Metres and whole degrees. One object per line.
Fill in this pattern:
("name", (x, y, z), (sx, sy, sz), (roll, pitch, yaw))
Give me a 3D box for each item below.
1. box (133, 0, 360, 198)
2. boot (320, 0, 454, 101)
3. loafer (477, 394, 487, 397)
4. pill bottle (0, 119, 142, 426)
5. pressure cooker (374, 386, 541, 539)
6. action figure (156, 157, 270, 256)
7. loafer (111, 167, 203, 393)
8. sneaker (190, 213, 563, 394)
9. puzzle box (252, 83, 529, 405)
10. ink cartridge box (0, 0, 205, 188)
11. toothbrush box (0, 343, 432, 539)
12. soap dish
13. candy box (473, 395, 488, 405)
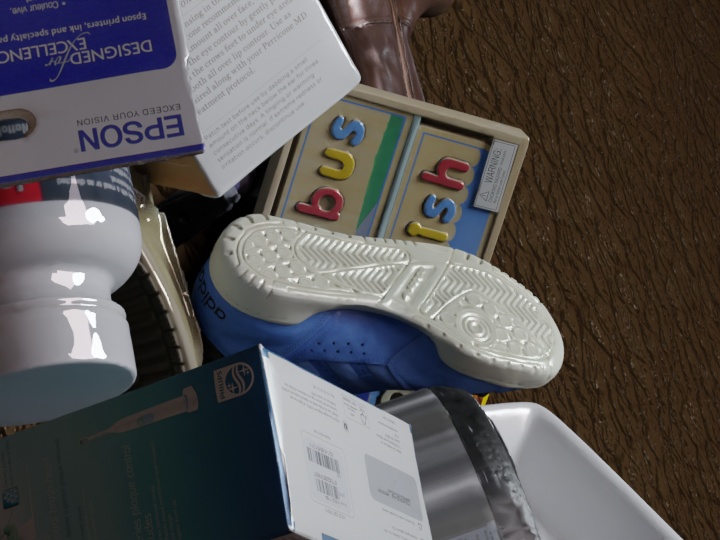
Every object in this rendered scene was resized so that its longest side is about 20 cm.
("box", (-0.119, -0.153, 1.299), (0.106, 0.152, 0.200), (-40, 115, -21))
("boot", (0.034, -0.128, 1.804), (0.186, 0.064, 0.200), (2, 65, -53))
("loafer", (0.026, 0.000, 1.660), (0.200, 0.071, 0.073), (63, -17, 16))
("pill bottle", (-0.165, -0.037, 1.165), (0.120, 0.119, 0.200), (23, 50, -62))
("pressure cooker", (-0.014, 0.162, 1.269), (0.179, 0.200, 0.176), (81, -14, -52))
("action figure", (-0.062, -0.045, 1.492), (0.130, 0.069, 0.200), (52, 19, -12))
("loafer", (-0.130, -0.017, 1.293), (0.200, 0.076, 0.068), (66, 27, -9))
("sneaker", (0.000, 0.042, 1.342), (0.200, 0.111, 0.077), (13, 47, -21))
("puzzle box", (0.000, 0.000, 1.389), (0.025, 0.133, 0.200), (-121, -134, -72))
("ink cartridge box", (-0.180, -0.119, 1.108), (0.047, 0.197, 0.200), (98, -18, -72))
("toothbrush box", (-0.088, 0.117, 1.107), (0.146, 0.200, 0.085), (33, 43, -58))
("soap dish", (0.091, 0.161, 1.459), (0.157, 0.081, 0.200), (-3, 33, -37))
("candy box", (0.053, 0.060, 1.739), (0.102, 0.026, 0.200), (59, 23, -16))
